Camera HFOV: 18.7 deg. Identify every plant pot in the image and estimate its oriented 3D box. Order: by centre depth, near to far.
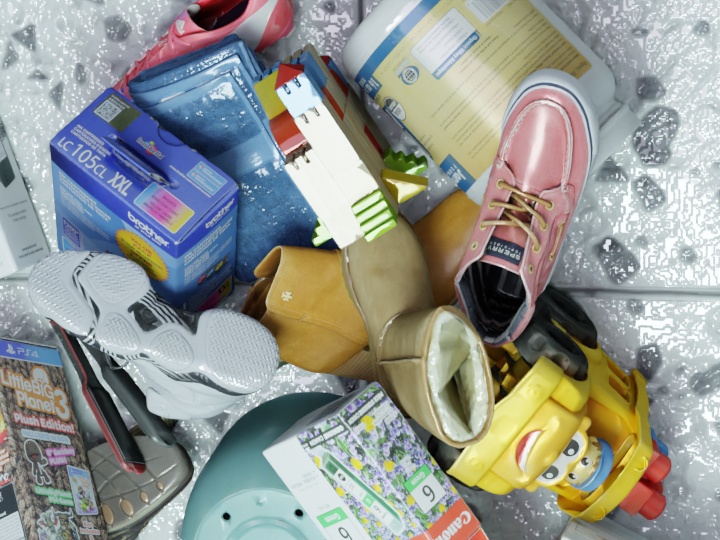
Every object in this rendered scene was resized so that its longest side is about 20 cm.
[{"bbox_3d":[-0.052,0.213,1.747,0.200,0.161,0.201,2,101,12],"label":"plant pot"}]

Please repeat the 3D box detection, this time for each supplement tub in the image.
[{"bbox_3d":[0.100,-0.139,1.655,0.200,0.145,0.145,46,107,3],"label":"supplement tub"}]

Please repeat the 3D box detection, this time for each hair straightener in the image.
[{"bbox_3d":[-0.200,0.066,1.787,0.077,0.041,0.200,-38,62,16],"label":"hair straightener"}]

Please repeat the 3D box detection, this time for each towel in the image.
[{"bbox_3d":[-0.095,-0.083,1.725,0.112,0.049,0.200,-21,119,17],"label":"towel"}]

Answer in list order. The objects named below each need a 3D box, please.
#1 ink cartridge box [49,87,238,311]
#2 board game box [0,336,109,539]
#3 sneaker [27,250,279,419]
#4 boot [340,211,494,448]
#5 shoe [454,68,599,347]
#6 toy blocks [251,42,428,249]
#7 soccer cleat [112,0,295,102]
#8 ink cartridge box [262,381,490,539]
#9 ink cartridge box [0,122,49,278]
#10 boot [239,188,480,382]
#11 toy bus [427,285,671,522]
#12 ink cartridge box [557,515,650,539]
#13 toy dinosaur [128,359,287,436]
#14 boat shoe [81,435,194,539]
[{"bbox_3d":[-0.168,-0.049,1.701,0.136,0.200,0.076,37,63,15],"label":"ink cartridge box"},{"bbox_3d":[-0.311,0.178,1.788,0.159,0.097,0.200,-26,69,25],"label":"board game box"},{"bbox_3d":[-0.167,0.057,1.685,0.200,0.115,0.075,22,62,-5],"label":"sneaker"},{"bbox_3d":[0.044,0.035,1.587,0.066,0.200,0.175,-15,92,-9],"label":"boot"},{"bbox_3d":[0.118,-0.040,1.555,0.071,0.091,0.200,18,130,9],"label":"shoe"},{"bbox_3d":[-0.028,-0.105,1.636,0.100,0.200,0.137,-31,104,11],"label":"toy blocks"},{"bbox_3d":[-0.143,-0.170,1.737,0.200,0.076,0.067,-34,55,13],"label":"soccer cleat"},{"bbox_3d":[0.026,0.188,1.619,0.200,0.050,0.109,54,141,-4],"label":"ink cartridge box"},{"bbox_3d":[-0.366,-0.076,1.809,0.146,0.084,0.200,-19,94,15],"label":"ink cartridge box"},{"bbox_3d":[0.000,0.000,1.710,0.144,0.071,0.201,20,115,-33],"label":"boot"},{"bbox_3d":[0.162,0.126,1.668,0.192,0.200,0.136,38,106,-5],"label":"toy bus"},{"bbox_3d":[0.222,0.243,1.666,0.162,0.200,0.050,27,96,8],"label":"ink cartridge box"},{"bbox_3d":[-0.118,0.082,1.792,0.200,0.047,0.088,-23,130,15],"label":"toy dinosaur"},{"bbox_3d":[-0.215,0.195,1.829,0.200,0.073,0.075,-28,69,24],"label":"boat shoe"}]
